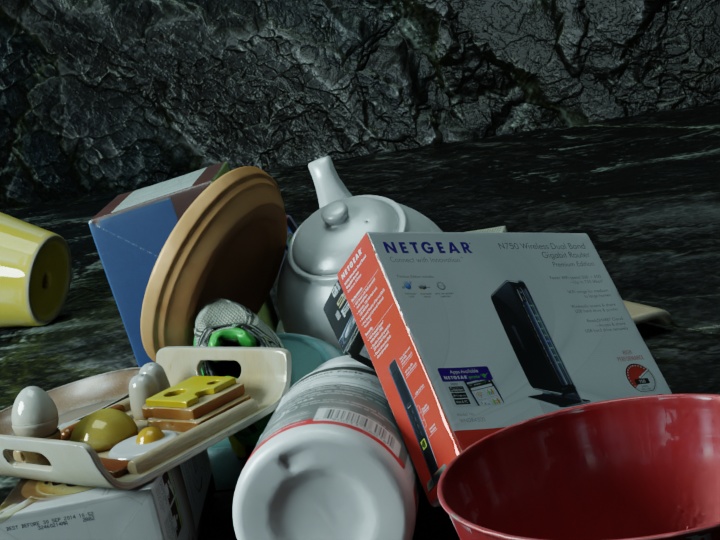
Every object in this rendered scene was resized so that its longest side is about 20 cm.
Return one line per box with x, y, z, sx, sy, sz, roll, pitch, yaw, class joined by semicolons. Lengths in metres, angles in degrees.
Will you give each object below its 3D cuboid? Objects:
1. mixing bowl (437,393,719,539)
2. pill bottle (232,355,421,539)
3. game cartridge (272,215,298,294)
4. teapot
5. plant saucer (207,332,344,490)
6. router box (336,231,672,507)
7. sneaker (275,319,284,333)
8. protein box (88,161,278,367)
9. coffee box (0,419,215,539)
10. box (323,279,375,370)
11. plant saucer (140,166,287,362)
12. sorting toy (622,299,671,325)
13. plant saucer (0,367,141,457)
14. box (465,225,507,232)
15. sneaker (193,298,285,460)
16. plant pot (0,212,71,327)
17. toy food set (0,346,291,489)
0.146;0.145;0.698;0.199;0.109;0.200;-11;10;2;mixing bowl
-0.013;0.129;0.920;0.113;0.115;0.200;-9;10;8;pill bottle
-0.068;0.006;1.578;0.038;0.130;0.200;-29;9;9;game cartridge
0.000;0.000;1.294;0.199;0.147;0.198;10;49;36;teapot
-0.097;0.110;1.164;0.199;0.028;0.200;-12;29;7;plant saucer
0.103;0.059;0.918;0.199;0.180;0.049;-1;-36;-34;router box
0.001;0.042;1.451;0.199;0.076;0.092;-13;15;-17;sneaker
-0.183;0.005;1.472;0.134;0.200;0.200;-17;10;2;protein box
-0.176;0.166;0.978;0.112;0.080;0.200;-11;11;4;coffee box
0.074;0.070;1.023;0.199;0.044;0.160;28;5;-12;box
-0.124;0.003;1.247;0.037;0.201;0.200;27;25;18;plant saucer
0.175;0.056;1.347;0.199;0.037;0.185;-10;10;-21;sorting toy
-0.285;0.142;1.287;0.199;0.032;0.200;-19;9;3;plant saucer
0.079;0.000;1.627;0.199;0.069;0.082;-8;10;13;box
-0.096;0.069;1.119;0.078;0.086;0.200;-22;29;-10;sneaker
-0.519;0.001;1.926;0.188;0.202;0.201;9;16;14;plant pot
-0.161;0.092;0.960;0.143;0.061;0.200;-2;15;39;toy food set
